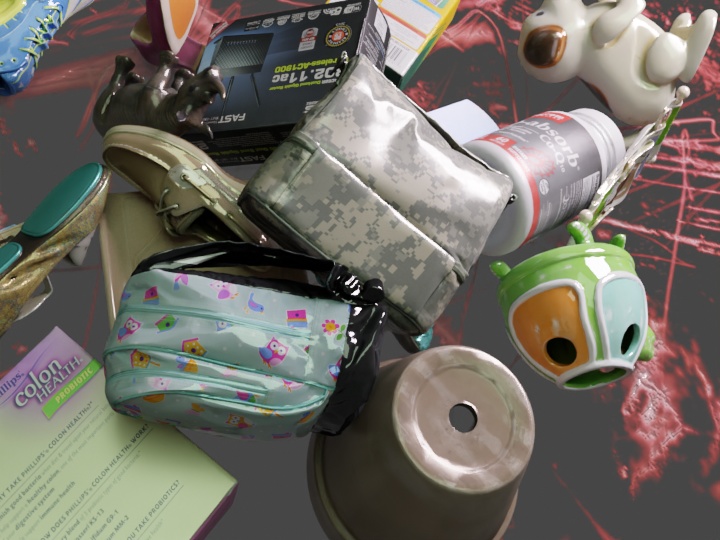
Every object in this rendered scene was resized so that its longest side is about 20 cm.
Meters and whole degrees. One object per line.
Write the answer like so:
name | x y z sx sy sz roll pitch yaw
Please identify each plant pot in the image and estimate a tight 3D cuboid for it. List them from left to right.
plant pot | 0.062 0.149 0.697 0.196 0.174 0.203 6 61 -10

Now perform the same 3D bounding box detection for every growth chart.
growth chart | 0.270 -0.086 0.868 0.018 0.145 0.200 36 75 18

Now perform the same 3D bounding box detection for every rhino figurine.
rhino figurine | -0.194 -0.163 0.806 0.060 0.198 0.089 30 73 -47

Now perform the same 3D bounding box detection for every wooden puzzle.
wooden puzzle | -0.149 0.000 0.804 0.197 0.037 0.188 -5 65 -21

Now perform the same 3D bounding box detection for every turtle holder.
turtle holder | 0.216 0.050 0.817 0.139 0.186 0.134 -19 64 13

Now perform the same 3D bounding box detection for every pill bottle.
pill bottle | 0.184 -0.100 0.857 0.199 0.116 0.116 -26 71 -38

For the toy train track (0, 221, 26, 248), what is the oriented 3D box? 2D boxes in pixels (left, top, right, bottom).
toy train track | -0.372 -0.015 0.757 0.198 0.033 0.116 -25 72 -24

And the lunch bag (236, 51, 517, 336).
lunch bag | 0.019 -0.063 0.698 0.199 0.139 0.169 38 83 -10

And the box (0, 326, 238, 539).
box | -0.229 0.184 0.654 0.199 0.097 0.176 38 61 6

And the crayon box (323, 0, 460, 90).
crayon box | 0.039 -0.313 0.994 0.125 0.052 0.201 32 62 4

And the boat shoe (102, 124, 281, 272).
boat shoe | -0.161 -0.066 0.775 0.198 0.072 0.066 30 56 -7

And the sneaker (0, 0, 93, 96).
sneaker | -0.352 -0.240 0.862 0.198 0.076 0.106 -29 85 -17

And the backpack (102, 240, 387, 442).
backpack | -0.091 0.062 0.624 0.197 0.167 0.128 11 61 -10

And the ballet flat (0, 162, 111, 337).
ballet flat | -0.293 -0.013 0.754 0.070 0.071 0.201 36 67 7

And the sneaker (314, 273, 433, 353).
sneaker | 0.000 0.000 0.820 0.202 0.091 0.078 59 30 -4

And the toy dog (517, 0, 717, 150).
toy dog | 0.287 -0.261 0.987 0.197 0.196 0.140 18 25 2

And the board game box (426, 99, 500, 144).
board game box | 0.089 -0.090 0.895 0.198 0.039 0.160 -24 92 -32

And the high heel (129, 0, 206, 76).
high heel | -0.210 -0.259 0.827 0.095 0.200 0.068 24 87 1

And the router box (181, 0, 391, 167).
router box | -0.077 -0.189 0.838 0.197 0.062 0.152 -2 62 25
